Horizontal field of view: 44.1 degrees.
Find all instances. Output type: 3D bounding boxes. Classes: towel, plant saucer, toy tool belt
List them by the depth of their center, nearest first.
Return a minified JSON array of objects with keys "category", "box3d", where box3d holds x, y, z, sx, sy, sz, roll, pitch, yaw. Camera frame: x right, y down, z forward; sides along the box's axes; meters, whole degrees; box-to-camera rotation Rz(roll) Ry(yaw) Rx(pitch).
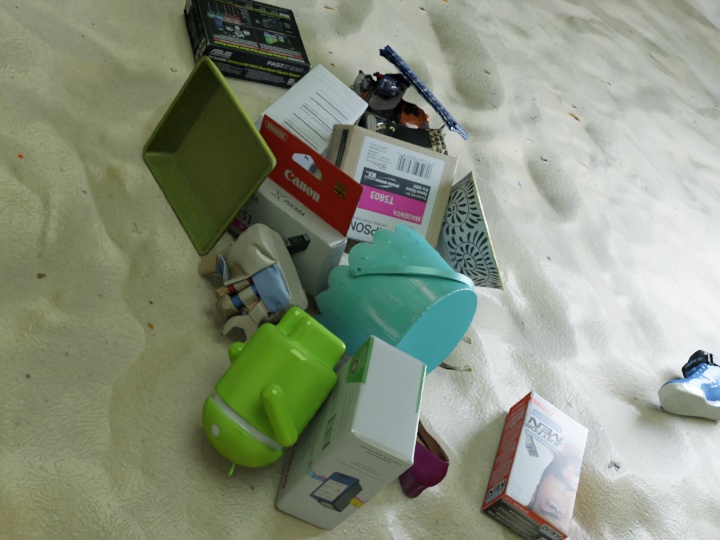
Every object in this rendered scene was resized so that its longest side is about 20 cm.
[{"category":"toy tool belt","box3d":[-0.139,0.045,1.193,0.201,0.122,0.125,67,14,20]},{"category":"plant saucer","box3d":[-0.203,-0.158,1.243,0.048,0.200,0.200,-9,59,-50]},{"category":"towel","box3d":[0.116,-0.316,1.600,0.200,0.024,0.145,51,13,10]}]

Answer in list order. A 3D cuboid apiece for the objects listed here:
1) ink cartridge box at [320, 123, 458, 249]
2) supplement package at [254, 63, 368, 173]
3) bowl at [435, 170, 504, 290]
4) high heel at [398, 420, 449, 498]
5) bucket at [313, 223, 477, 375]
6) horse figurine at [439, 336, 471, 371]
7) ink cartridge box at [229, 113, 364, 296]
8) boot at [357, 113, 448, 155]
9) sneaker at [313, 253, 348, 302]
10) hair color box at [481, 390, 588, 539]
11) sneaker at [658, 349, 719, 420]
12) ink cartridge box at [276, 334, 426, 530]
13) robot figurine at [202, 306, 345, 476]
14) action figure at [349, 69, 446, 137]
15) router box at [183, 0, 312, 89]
[{"category":"ink cartridge box","box3d":[0.037,-0.121,1.376,0.199,0.166,0.075,12,4,-29]},{"category":"supplement package","box3d":[-0.093,-0.224,1.433,0.109,0.114,0.200,39,42,-2]},{"category":"bowl","box3d":[0.166,-0.053,1.458,0.201,0.093,0.203,-16,90,-80]},{"category":"high heel","box3d":[0.067,0.197,1.198,0.067,0.096,0.201,-2,56,-35]},{"category":"bucket","box3d":[0.053,0.053,1.211,0.206,0.208,0.135,-20,52,-43]},{"category":"horse figurine","box3d":[0.096,0.081,1.343,0.131,0.050,0.202,-1,62,-14]},{"category":"ink cartridge box","box3d":[-0.100,-0.090,1.237,0.200,0.175,0.043,38,40,23]},{"category":"boot","box3d":[0.072,-0.163,1.489,0.149,0.073,0.202,3,67,-21]},{"category":"sneaker","box3d":[0.000,0.000,1.335,0.199,0.075,0.100,-27,73,-45]},{"category":"hair color box","box3d":[0.255,0.284,1.279,0.110,0.064,0.201,34,44,-6]},{"category":"sneaker","box3d":[0.587,0.193,1.573,0.199,0.077,0.112,14,53,-31]},{"category":"ink cartridge box","box3d":[-0.013,0.198,1.067,0.087,0.200,0.146,29,42,-15]},{"category":"robot figurine","box3d":[-0.107,0.145,1.056,0.115,0.201,0.175,39,-3,-29]},{"category":"action figure","box3d":[0.062,-0.293,1.612,0.193,0.105,0.200,37,17,5]},{"category":"router box","box3d":[-0.197,-0.403,1.551,0.198,0.062,0.151,5,51,-32]}]
